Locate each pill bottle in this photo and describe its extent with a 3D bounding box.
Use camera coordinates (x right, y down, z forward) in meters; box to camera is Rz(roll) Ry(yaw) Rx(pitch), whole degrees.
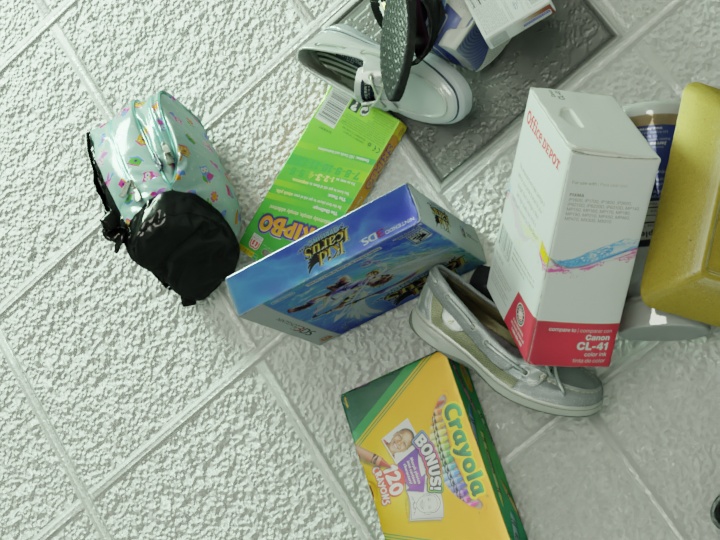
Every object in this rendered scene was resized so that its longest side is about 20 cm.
[{"bbox_3d":[0.271,-0.042,1.349,0.110,0.111,0.202,-5,77,23],"label":"pill bottle"}]

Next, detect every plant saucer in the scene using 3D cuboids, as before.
[{"bbox_3d":[0.356,-0.044,1.283,0.198,0.048,0.202,15,84,-12],"label":"plant saucer"}]

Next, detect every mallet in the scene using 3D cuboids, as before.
[{"bbox_3d":[0.155,-0.054,1.449,0.065,0.041,0.202,9,78,22],"label":"mallet"}]

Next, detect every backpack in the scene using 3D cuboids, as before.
[{"bbox_3d":[-0.205,-0.085,1.563,0.126,0.167,0.201,-30,55,4],"label":"backpack"}]

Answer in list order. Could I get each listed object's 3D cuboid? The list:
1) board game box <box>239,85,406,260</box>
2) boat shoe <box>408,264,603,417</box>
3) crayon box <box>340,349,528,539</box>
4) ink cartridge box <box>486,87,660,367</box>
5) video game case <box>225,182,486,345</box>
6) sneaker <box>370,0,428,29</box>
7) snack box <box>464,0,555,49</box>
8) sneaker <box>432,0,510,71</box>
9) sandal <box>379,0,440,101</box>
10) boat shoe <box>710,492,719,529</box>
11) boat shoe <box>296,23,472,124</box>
[{"bbox_3d":[-0.041,-0.086,1.547,0.095,0.030,0.201,32,90,27],"label":"board game box"},{"bbox_3d":[0.139,0.068,1.390,0.201,0.074,0.065,32,120,20],"label":"boat shoe"},{"bbox_3d":[0.070,0.191,1.418,0.118,0.058,0.202,-25,69,18],"label":"crayon box"},{"bbox_3d":[0.181,-0.038,1.302,0.085,0.148,0.202,5,117,-12],"label":"ink cartridge box"},{"bbox_3d":[0.000,0.000,1.424,0.199,0.181,0.046,-27,70,17],"label":"video game case"},{"bbox_3d":[0.029,-0.334,1.523,0.069,0.090,0.202,-11,64,22],"label":"sneaker"},{"bbox_3d":[0.114,-0.310,1.445,0.071,0.024,0.201,-29,62,11],"label":"snack box"},{"bbox_3d":[0.113,-0.304,1.503,0.114,0.081,0.201,24,83,30],"label":"sneaker"},{"bbox_3d":[0.054,-0.262,1.447,0.047,0.075,0.203,7,81,-15],"label":"sandal"},{"bbox_3d":[0.389,0.171,1.271,0.198,0.068,0.074,-23,70,18],"label":"boat shoe"},{"bbox_3d":[0.019,-0.188,1.509,0.199,0.067,0.074,25,132,36],"label":"boat shoe"}]
